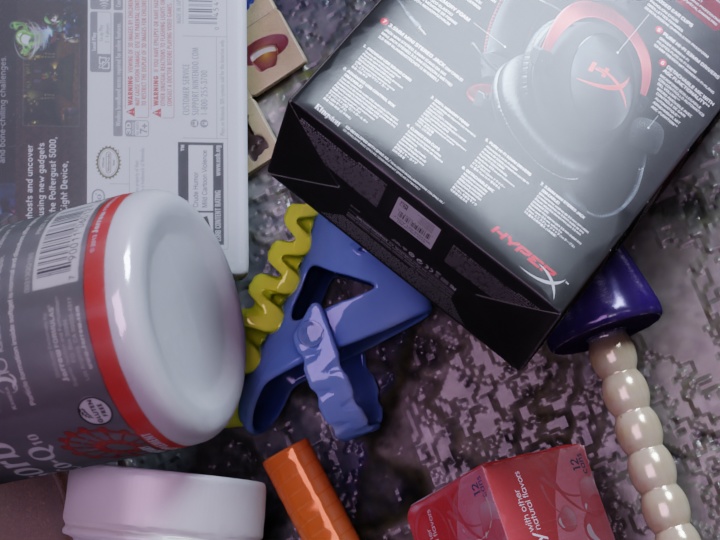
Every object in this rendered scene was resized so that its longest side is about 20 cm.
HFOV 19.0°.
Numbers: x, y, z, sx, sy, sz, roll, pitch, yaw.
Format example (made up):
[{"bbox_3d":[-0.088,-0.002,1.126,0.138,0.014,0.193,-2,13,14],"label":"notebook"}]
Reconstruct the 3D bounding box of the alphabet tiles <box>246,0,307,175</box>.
[{"bbox_3d":[-0.126,-0.118,1.121,0.166,0.006,0.201,-32,73,10],"label":"alphabet tiles"}]

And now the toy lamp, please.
[{"bbox_3d":[0.130,0.077,0.980,0.058,0.058,0.201,-22,77,13],"label":"toy lamp"}]

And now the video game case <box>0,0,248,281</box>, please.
[{"bbox_3d":[-0.146,-0.095,1.070,0.180,0.023,0.202,1,81,-9],"label":"video game case"}]

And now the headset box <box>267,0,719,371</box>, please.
[{"bbox_3d":[0.078,-0.082,0.964,0.148,0.075,0.200,37,66,5],"label":"headset box"}]

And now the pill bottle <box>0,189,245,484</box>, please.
[{"bbox_3d":[-0.162,0.039,0.987,0.199,0.116,0.117,-13,77,22],"label":"pill bottle"}]

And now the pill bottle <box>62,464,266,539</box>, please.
[{"bbox_3d":[-0.101,0.195,1.005,0.112,0.113,0.202,3,83,18],"label":"pill bottle"}]

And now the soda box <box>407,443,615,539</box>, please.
[{"bbox_3d":[0.090,0.184,0.957,0.070,0.063,0.201,-37,68,50],"label":"soda box"}]

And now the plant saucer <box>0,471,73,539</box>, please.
[{"bbox_3d":[-0.223,0.146,1.097,0.198,0.032,0.202,-3,80,19],"label":"plant saucer"}]

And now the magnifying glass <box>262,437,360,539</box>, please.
[{"bbox_3d":[0.011,0.173,1.006,0.079,0.022,0.201,-30,85,16],"label":"magnifying glass"}]

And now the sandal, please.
[{"bbox_3d":[0.000,0.000,1.029,0.087,0.079,0.201,28,99,16],"label":"sandal"}]
